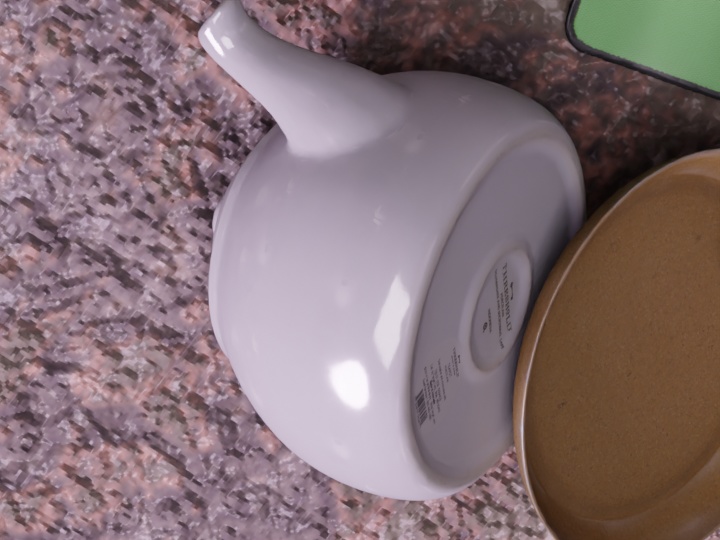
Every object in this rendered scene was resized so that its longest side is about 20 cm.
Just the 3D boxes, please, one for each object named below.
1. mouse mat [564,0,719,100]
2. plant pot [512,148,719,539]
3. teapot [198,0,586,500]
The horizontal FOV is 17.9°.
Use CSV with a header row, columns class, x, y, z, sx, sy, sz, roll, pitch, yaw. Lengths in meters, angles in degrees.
class,x,y,z,sx,sy,sz,roll,pitch,yaw
mouse mat,0.207,-0.142,1.026,0.199,0.008,0.161,18,112,-10
plant pot,0.138,0.039,1.042,0.200,0.027,0.201,-18,118,-37
teapot,0.000,0.000,1.005,0.146,0.197,0.201,17,94,28
